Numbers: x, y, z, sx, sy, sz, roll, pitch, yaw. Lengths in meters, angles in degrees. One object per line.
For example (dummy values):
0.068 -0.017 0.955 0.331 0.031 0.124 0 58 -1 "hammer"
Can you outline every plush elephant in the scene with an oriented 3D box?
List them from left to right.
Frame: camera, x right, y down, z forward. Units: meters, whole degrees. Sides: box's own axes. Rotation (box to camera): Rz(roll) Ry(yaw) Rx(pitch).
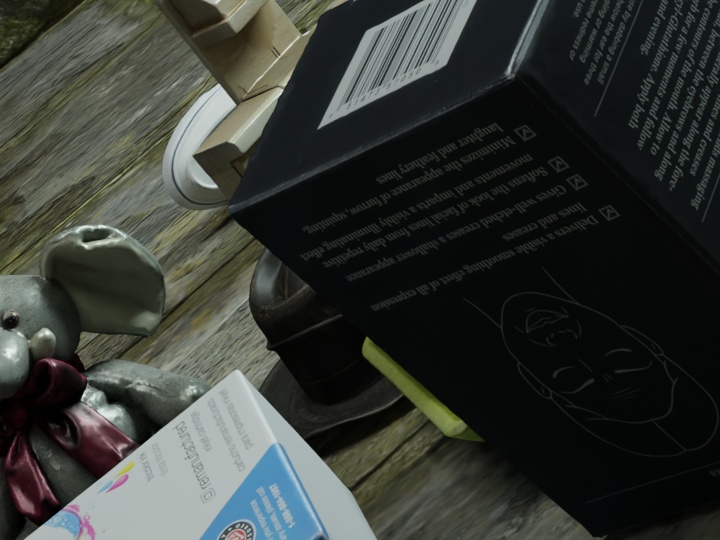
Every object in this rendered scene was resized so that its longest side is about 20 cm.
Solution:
-0.162 0.068 1.398 0.165 0.155 0.200 -35 16 15 "plush elephant"

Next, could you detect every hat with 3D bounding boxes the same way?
0.000 0.000 1.355 0.200 0.081 0.201 -37 14 11 "hat"

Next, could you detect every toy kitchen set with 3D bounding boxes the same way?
-0.003 -0.150 1.635 0.180 0.163 0.200 -19 26 52 "toy kitchen set"

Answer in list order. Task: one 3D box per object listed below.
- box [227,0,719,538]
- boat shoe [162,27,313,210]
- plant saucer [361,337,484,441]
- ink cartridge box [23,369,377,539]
0.084 -0.017 0.952 0.148 0.200 0.107 -22 33 45 "box"
-0.048 -0.115 1.813 0.200 0.074 0.065 -44 11 -12 "boat shoe"
0.097 -0.011 1.171 0.200 0.048 0.200 -50 14 0 "plant saucer"
-0.086 0.155 1.064 0.200 0.085 0.145 -40 28 3 "ink cartridge box"
